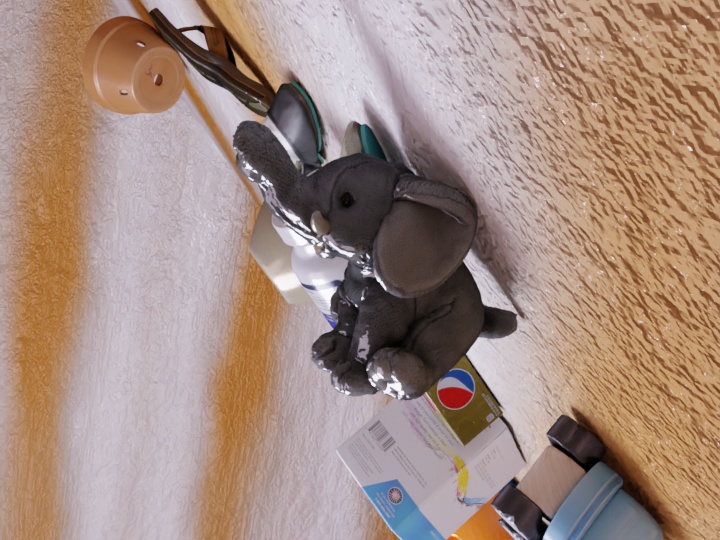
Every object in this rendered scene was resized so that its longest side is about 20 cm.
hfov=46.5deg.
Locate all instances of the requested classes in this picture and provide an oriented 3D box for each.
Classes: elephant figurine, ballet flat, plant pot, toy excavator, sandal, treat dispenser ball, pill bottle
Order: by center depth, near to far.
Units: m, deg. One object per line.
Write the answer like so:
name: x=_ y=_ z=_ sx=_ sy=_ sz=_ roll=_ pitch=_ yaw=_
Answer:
elephant figurine: x=0.017 y=-0.022 z=0.594 sx=0.139 sy=0.155 sz=0.205 roll=7 pitch=117 yaw=31
ballet flat: x=0.012 y=-0.038 z=0.712 sx=0.201 sy=0.061 sz=0.069 roll=59 pitch=-157 yaw=-43
toy excavator: x=0.222 y=0.245 z=0.712 sx=0.199 sy=0.100 sz=0.195 roll=39 pitch=169 yaw=30
pill bottle: x=0.000 y=0.000 z=0.849 sx=0.202 sy=0.115 sz=0.116 roll=56 pitch=173 yaw=-29
ballet flat: x=-0.076 y=-0.131 z=0.903 sx=0.068 sy=0.068 sz=0.200 roll=51 pitch=174 yaw=12
sandal: x=-0.171 y=-0.260 z=1.015 sx=0.198 sy=0.055 sz=0.082 roll=36 pitch=175 yaw=17
plant pot: x=-0.074 y=-0.034 z=1.143 sx=0.202 sy=0.134 sz=0.200 roll=52 pitch=173 yaw=8
treat dispenser ball: x=0.191 y=0.432 z=1.454 sx=0.202 sy=0.200 sz=0.201 roll=51 pitch=174 yaw=7
plant pot: x=-0.461 y=-0.416 z=1.763 sx=0.139 sy=0.201 sz=0.201 roll=27 pitch=161 yaw=35

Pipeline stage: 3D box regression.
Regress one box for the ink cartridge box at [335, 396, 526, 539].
ink cartridge box: x=0.100 y=0.257 z=1.152 sx=0.147 sy=0.199 sz=0.147 roll=47 pitch=174 yaw=38

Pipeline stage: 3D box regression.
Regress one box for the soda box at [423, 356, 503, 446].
soda box: x=0.089 y=0.113 z=1.034 sx=0.202 sy=0.067 sz=0.064 roll=54 pitch=174 yaw=-13
